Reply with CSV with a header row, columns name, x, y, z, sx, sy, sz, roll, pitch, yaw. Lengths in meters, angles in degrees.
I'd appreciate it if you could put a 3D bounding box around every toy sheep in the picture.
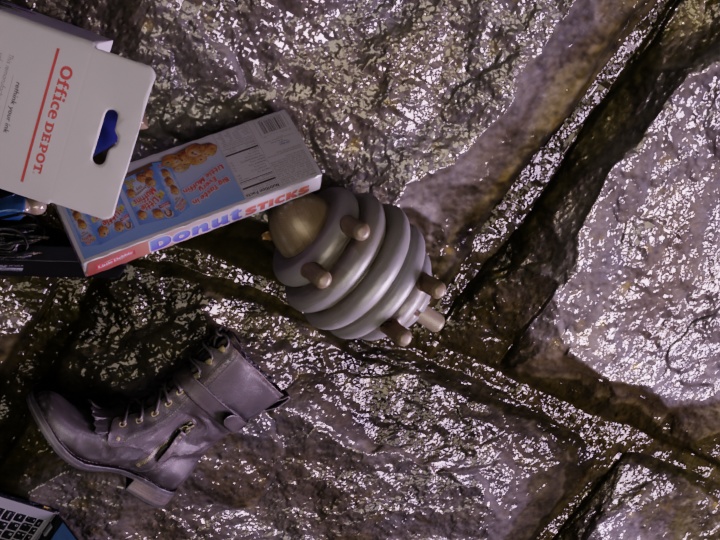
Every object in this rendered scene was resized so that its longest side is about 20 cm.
name,x,y,z,sx,sy,sz,roll,pitch,yaw
toy sheep,0.000,0.000,0.879,0.138,0.138,0.200,-44,116,10

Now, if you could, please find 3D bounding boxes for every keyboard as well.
name,x,y,z,sx,sy,sz,roll,pitch,yaw
keyboard,-0.282,-0.021,0.804,0.200,0.104,0.040,1,79,-22

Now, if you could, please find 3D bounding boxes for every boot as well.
name,x,y,z,sx,sy,sz,roll,pitch,yaw
boot,-0.181,0.114,0.935,0.174,0.069,0.200,-45,129,4

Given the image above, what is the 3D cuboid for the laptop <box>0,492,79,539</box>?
name,x,y,z,sx,sy,sz,roll,pitch,yaw
laptop,-0.351,0.321,0.961,0.200,0.116,0.187,28,107,-32

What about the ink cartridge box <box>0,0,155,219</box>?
name,x,y,z,sx,sy,sz,roll,pitch,yaw
ink cartridge box,-0.246,-0.122,0.701,0.200,0.068,0.115,19,103,-8

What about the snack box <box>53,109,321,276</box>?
name,x,y,z,sx,sy,sz,roll,pitch,yaw
snack box,-0.135,-0.064,0.807,0.200,0.072,0.024,-22,158,-17

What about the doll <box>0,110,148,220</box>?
name,x,y,z,sx,sy,sz,roll,pitch,yaw
doll,-0.268,-0.097,0.769,0.200,0.048,0.137,-28,126,3
